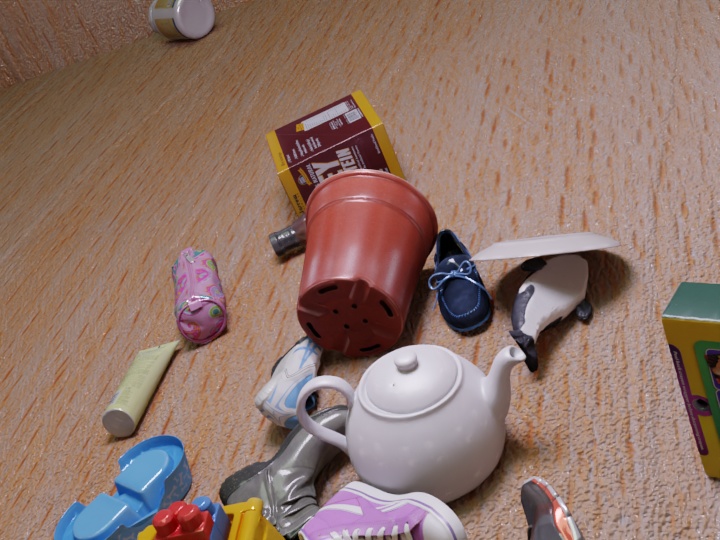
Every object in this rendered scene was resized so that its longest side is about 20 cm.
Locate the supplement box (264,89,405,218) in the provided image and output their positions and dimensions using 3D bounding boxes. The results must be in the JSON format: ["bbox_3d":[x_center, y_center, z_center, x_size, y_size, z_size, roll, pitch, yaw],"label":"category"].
[{"bbox_3d":[-0.046,-0.194,1.841,0.198,0.134,0.198,-25,29,0],"label":"supplement box"}]

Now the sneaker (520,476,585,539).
[{"bbox_3d":[0.175,0.272,0.963,0.081,0.078,0.200,-31,28,3],"label":"sneaker"}]

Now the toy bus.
[{"bbox_3d":[-0.170,0.310,1.051,0.197,0.193,0.136,-18,30,16],"label":"toy bus"}]

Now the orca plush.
[{"bbox_3d":[0.230,0.057,1.309,0.104,0.071,0.201,26,45,-2],"label":"orca plush"}]

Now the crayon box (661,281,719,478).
[{"bbox_3d":[0.380,0.110,0.930,0.171,0.202,0.058,3,38,41],"label":"crayon box"}]

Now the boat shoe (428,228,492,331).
[{"bbox_3d":[0.125,0.011,1.434,0.083,0.069,0.201,-24,29,2],"label":"boat shoe"}]

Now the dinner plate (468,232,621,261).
[{"bbox_3d":[0.239,-0.032,1.357,0.197,0.025,0.200,-7,2,0],"label":"dinner plate"}]

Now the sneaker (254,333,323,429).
[{"bbox_3d":[-0.084,0.147,1.397,0.072,0.072,0.200,-44,7,26],"label":"sneaker"}]

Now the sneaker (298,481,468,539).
[{"bbox_3d":[0.014,0.282,1.060,0.114,0.074,0.199,-29,14,-37],"label":"sneaker"}]

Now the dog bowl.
[{"bbox_3d":[-0.295,0.297,1.319,0.111,0.050,0.200,7,42,44],"label":"dog bowl"}]

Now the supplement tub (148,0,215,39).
[{"bbox_3d":[-0.560,-0.795,3.232,0.144,0.146,0.199,-41,32,-27],"label":"supplement tub"}]

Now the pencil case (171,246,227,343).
[{"bbox_3d":[-0.265,0.037,1.689,0.086,0.088,0.201,-25,29,1],"label":"pencil case"}]

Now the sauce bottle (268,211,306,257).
[{"bbox_3d":[-0.059,-0.084,1.742,0.198,0.067,0.066,-24,28,-1],"label":"sauce bottle"}]

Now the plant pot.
[{"bbox_3d":[0.000,0.000,1.445,0.198,0.202,0.197,-12,39,23],"label":"plant pot"}]

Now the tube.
[{"bbox_3d":[-0.332,0.170,1.567,0.057,0.052,0.201,20,31,-4],"label":"tube"}]

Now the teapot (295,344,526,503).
[{"bbox_3d":[0.060,0.152,1.155,0.199,0.147,0.196,-36,36,-24],"label":"teapot"}]

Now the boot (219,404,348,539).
[{"bbox_3d":[-0.063,0.255,1.205,0.199,0.068,0.131,-35,37,-8],"label":"boot"}]
